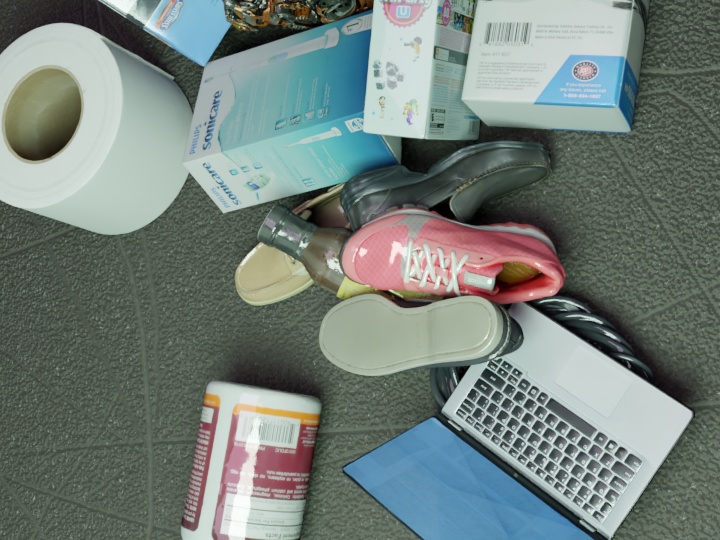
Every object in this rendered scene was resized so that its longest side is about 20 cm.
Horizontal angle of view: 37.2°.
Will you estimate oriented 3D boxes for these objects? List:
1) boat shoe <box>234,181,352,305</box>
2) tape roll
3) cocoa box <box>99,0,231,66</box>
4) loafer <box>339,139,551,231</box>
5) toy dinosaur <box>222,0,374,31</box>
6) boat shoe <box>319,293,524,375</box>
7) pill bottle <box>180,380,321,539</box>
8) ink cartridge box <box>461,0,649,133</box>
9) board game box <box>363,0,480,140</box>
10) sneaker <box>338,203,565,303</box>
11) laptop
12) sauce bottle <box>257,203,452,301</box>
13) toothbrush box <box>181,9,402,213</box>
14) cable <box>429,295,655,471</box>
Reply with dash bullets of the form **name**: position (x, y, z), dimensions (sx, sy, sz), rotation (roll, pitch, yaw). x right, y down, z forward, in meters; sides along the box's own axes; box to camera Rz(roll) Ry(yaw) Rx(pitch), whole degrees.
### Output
- **boat shoe**: position (-0.053, -0.036, 1.067), dimensions (0.200, 0.065, 0.071), rotation (-35, 68, 15)
- **tape roll**: position (-0.300, -0.150, 1.163), dimensions (0.202, 0.139, 0.203), rotation (-5, 79, 25)
- **cocoa box**: position (-0.173, -0.337, 1.120), dimensions (0.200, 0.131, 0.133), rotation (-56, 24, 6)
- **loafer**: position (0.085, -0.064, 0.983), dimensions (0.200, 0.073, 0.072), rotation (-16, 62, 0)
- **toy dinosaur**: position (-0.037, -0.286, 1.049), dimensions (0.200, 0.136, 0.102), rotation (-28, 71, -7)
- **boat shoe**: position (0.050, 0.059, 0.932), dimensions (0.200, 0.063, 0.073), rotation (-6, 74, 41)
- **pill bottle**: position (-0.107, 0.211, 1.017), dimensions (0.114, 0.114, 0.200), rotation (7, 83, 26)
- **ink cartridge box**: position (0.187, -0.237, 0.984), dimensions (0.146, 0.084, 0.200), rotation (7, 82, 25)
- **board game box**: position (0.066, -0.221, 0.975), dimensions (0.064, 0.148, 0.200), rotation (9, 99, 22)
- **sneaker**: position (0.083, -0.009, 0.919), dimensions (0.200, 0.087, 0.074), rotation (1, 110, -10)
- **laptop**: position (0.127, 0.139, 0.867), dimensions (0.187, 0.116, 0.200), rotation (35, 94, 31)
- **sauce bottle**: position (0.000, 0.000, 0.999), dimensions (0.200, 0.065, 0.065), rotation (30, 93, 3)
- **toothbrush box**: position (-0.062, -0.156, 1.056), dimensions (0.200, 0.085, 0.147), rotation (-13, 50, 21)
- **cable**: position (0.162, 0.102, 0.956), dimensions (0.200, 0.051, 0.163), rotation (-15, 69, 25)
